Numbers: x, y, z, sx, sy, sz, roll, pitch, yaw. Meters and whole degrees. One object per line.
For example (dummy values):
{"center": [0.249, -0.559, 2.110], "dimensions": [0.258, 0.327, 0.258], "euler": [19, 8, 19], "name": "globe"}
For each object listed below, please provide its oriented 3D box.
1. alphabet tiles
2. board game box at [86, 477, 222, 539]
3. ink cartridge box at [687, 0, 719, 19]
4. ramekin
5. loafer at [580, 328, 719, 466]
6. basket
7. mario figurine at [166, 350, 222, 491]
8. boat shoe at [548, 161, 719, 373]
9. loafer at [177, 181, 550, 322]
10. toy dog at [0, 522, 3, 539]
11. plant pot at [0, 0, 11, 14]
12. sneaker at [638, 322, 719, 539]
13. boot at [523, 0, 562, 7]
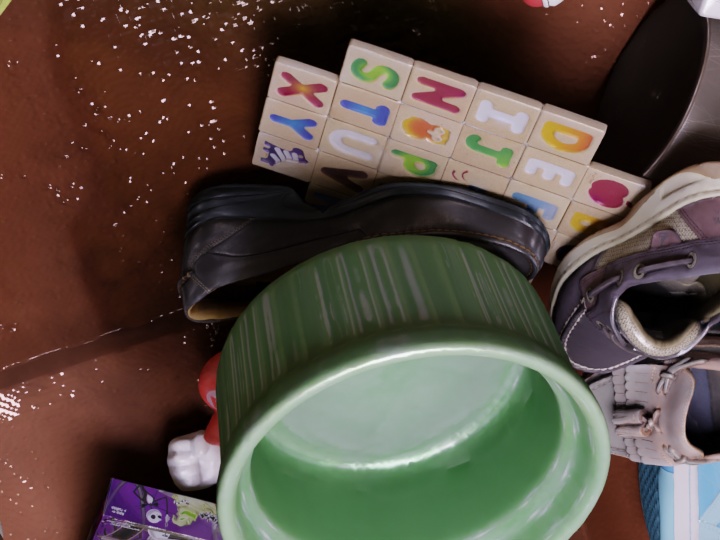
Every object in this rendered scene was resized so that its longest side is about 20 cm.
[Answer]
{"center": [0.044, -0.051, 1.119], "dimensions": [0.200, 0.006, 0.166], "euler": [19, 150, -1], "name": "alphabet tiles"}
{"center": [-0.061, 0.177, 1.265], "dimensions": [0.200, 0.032, 0.120], "euler": [15, 155, -8], "name": "board game box"}
{"center": [0.271, -0.192, 1.084], "dimensions": [0.200, 0.085, 0.146], "euler": [6, 123, -16], "name": "ink cartridge box"}
{"center": [0.020, 0.076, 1.099], "dimensions": [0.200, 0.098, 0.200], "euler": [-7, 134, -8], "name": "ramekin"}
{"center": [0.195, 0.071, 1.159], "dimensions": [0.200, 0.063, 0.072], "euler": [-8, 105, 31], "name": "loafer"}
{"center": [0.236, -0.059, 1.144], "dimensions": [0.200, 0.136, 0.180], "euler": [22, 106, -19], "name": "basket"}
{"center": [-0.030, 0.122, 1.234], "dimensions": [0.123, 0.106, 0.200], "euler": [-38, 127, 2], "name": "mario figurine"}
{"center": [0.149, 0.013, 1.102], "dimensions": [0.072, 0.065, 0.200], "euler": [17, 150, -16], "name": "boat shoe"}
{"center": [0.000, 0.000, 1.139], "dimensions": [0.200, 0.072, 0.073], "euler": [-2, 142, 17], "name": "loafer"}
{"center": [-0.297, 0.134, 1.198], "dimensions": [0.200, 0.140, 0.194], "euler": [28, 79, -24], "name": "toy dog"}
{"center": [-0.241, -0.130, 0.974], "dimensions": [0.200, 0.184, 0.201], "euler": [-5, 125, -7], "name": "plant pot"}
{"center": [0.236, 0.088, 1.279], "dimensions": [0.130, 0.080, 0.200], "euler": [-6, 135, -3], "name": "sneaker"}
{"center": [0.012, -0.195, 1.047], "dimensions": [0.144, 0.072, 0.200], "euler": [-26, 117, 9], "name": "boot"}
